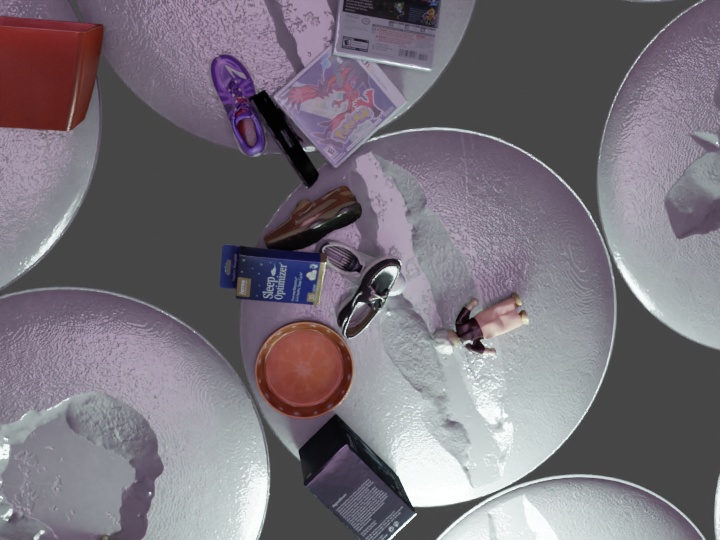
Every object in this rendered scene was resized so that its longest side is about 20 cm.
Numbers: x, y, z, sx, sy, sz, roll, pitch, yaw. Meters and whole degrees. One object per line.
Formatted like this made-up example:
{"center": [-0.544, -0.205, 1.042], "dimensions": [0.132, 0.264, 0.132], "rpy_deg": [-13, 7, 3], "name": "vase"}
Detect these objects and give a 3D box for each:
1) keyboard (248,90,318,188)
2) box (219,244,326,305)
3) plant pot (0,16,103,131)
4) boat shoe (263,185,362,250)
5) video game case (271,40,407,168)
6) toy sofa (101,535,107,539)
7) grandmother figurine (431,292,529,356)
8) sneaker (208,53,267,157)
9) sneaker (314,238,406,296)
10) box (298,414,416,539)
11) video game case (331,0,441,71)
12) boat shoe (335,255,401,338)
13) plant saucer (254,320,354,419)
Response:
{"center": [-0.149, -0.245, 1.602], "dimensions": [0.040, 0.104, 0.200], "rpy_deg": [-27, 101, 25], "name": "keyboard"}
{"center": [-0.171, 0.010, 1.631], "dimensions": [0.200, 0.032, 0.121], "rpy_deg": [6, 133, -7], "name": "box"}
{"center": [-0.571, -0.347, 1.487], "dimensions": [0.199, 0.200, 0.177], "rpy_deg": [3, 109, -8], "name": "plant pot"}
{"center": [-0.096, -0.101, 1.643], "dimensions": [0.200, 0.076, 0.074], "rpy_deg": [-24, 68, 5], "name": "boat shoe"}
{"center": [-0.038, -0.330, 1.625], "dimensions": [0.200, 0.023, 0.182], "rpy_deg": [-44, 101, -7], "name": "video game case"}
{"center": [-0.440, 0.610, 1.676], "dimensions": [0.200, 0.098, 0.083], "rpy_deg": [20, 95, -9], "name": "toy sofa"}
{"center": [0.242, 0.120, 1.723], "dimensions": [0.200, 0.061, 0.121], "rpy_deg": [-21, 73, -1], "name": "grandmother figurine"}
{"center": [-0.223, -0.313, 1.584], "dimensions": [0.080, 0.083, 0.200], "rpy_deg": [-23, 99, -4], "name": "sneaker"}
{"center": [0.000, 0.000, 1.663], "dimensions": [0.200, 0.071, 0.073], "rpy_deg": [23, 94, -10], "name": "sneaker"}
{"center": [-0.011, 0.414, 1.655], "dimensions": [0.117, 0.197, 0.200], "rpy_deg": [-44, 101, -1], "name": "box"}
{"center": [0.053, -0.489, 1.615], "dimensions": [0.200, 0.023, 0.182], "rpy_deg": [7, 92, -12], "name": "video game case"}
{"center": [0.018, 0.054, 1.633], "dimensions": [0.074, 0.060, 0.200], "rpy_deg": [21, 126, -31], "name": "boat shoe"}
{"center": [-0.113, 0.199, 1.696], "dimensions": [0.200, 0.032, 0.201], "rpy_deg": [-1, 97, -7], "name": "plant saucer"}
